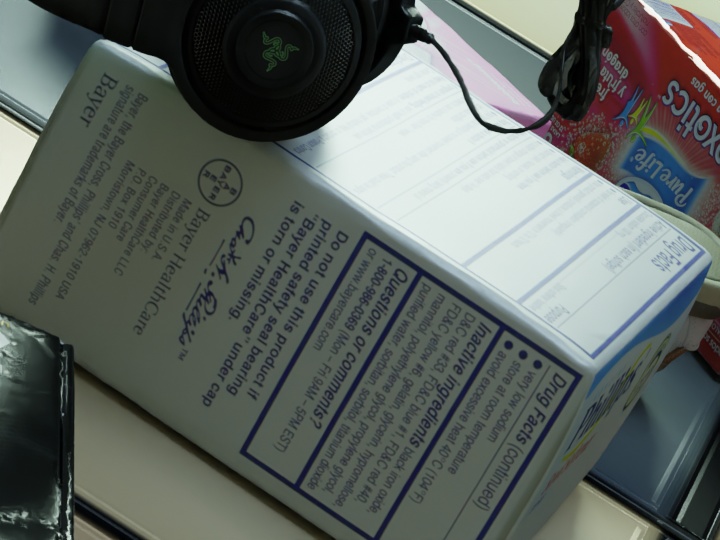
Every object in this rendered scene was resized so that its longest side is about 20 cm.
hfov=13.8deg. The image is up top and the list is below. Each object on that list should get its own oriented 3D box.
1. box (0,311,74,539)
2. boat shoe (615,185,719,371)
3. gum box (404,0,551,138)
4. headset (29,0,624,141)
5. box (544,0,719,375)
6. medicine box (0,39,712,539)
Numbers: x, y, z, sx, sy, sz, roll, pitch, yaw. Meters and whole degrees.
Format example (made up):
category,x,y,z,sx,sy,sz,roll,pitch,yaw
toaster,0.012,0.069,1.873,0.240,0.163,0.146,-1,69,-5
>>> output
category,x,y,z,sx,sy,sz,roll,pitch,yaw
box,-0.173,0.033,0.789,0.199,0.049,0.160,24,19,-15
boat shoe,0.054,-0.009,1.174,0.199,0.069,0.075,24,29,-19
gum box,-0.026,-0.100,1.279,0.113,0.066,0.200,10,28,-47
headset,-0.016,-0.096,0.948,0.199,0.094,0.124,20,19,8
box,0.177,-0.033,1.362,0.099,0.096,0.200,15,25,-34
medicine box,0.000,0.000,1.027,0.200,0.103,0.182,34,21,9
